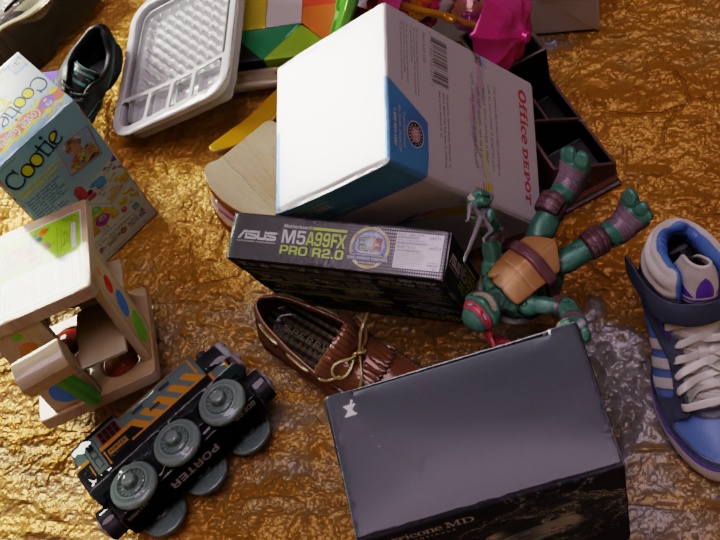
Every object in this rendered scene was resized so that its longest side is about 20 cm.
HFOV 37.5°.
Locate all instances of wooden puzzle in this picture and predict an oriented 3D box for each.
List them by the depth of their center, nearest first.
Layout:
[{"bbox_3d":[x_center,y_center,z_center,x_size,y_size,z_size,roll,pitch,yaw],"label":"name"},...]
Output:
[{"bbox_3d":[-0.086,-0.294,1.223,0.183,0.037,0.202,-5,60,13],"label":"wooden puzzle"}]

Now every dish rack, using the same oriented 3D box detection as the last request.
[{"bbox_3d":[-0.196,-0.244,1.201,0.170,0.043,0.202,-18,56,30],"label":"dish rack"}]

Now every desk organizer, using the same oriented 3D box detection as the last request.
[{"bbox_3d":[0.175,-0.161,1.053,0.071,0.077,0.201,-28,58,-1],"label":"desk organizer"}]

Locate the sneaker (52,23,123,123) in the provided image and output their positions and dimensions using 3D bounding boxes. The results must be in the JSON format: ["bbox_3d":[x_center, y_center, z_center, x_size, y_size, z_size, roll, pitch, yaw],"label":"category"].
[{"bbox_3d":[-0.328,-0.188,1.189,0.075,0.079,0.202,22,75,-9],"label":"sneaker"}]

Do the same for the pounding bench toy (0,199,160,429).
[{"bbox_3d":[-0.268,0.072,0.982,0.123,0.157,0.201,-23,43,3],"label":"pounding bench toy"}]

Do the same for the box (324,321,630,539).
[{"bbox_3d":[0.097,0.156,0.825,0.195,0.200,0.118,-17,58,6],"label":"box"}]

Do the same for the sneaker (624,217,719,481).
[{"bbox_3d":[0.273,0.056,0.863,0.080,0.147,0.202,-12,59,9],"label":"sneaker"}]

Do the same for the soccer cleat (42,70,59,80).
[{"bbox_3d":[-0.424,-0.201,1.243,0.198,0.073,0.069,-13,58,7],"label":"soccer cleat"}]

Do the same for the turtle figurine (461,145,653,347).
[{"bbox_3d":[0.142,-0.007,0.883,0.200,0.101,0.150,-42,85,-18],"label":"turtle figurine"}]

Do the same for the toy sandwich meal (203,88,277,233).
[{"bbox_3d":[-0.071,-0.117,1.100,0.203,0.070,0.207,-7,60,12],"label":"toy sandwich meal"}]

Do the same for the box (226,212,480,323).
[{"bbox_3d":[0.000,0.000,0.961,0.198,0.160,0.045,6,76,19],"label":"box"}]

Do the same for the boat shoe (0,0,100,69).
[{"bbox_3d":[-0.404,-0.300,1.302,0.200,0.073,0.065,-43,48,-14],"label":"boat shoe"}]

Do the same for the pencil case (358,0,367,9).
[{"bbox_3d":[0.013,-0.254,1.124,0.086,0.088,0.201,0,49,15],"label":"pencil case"}]

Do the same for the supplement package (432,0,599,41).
[{"bbox_3d":[0.157,-0.374,1.136,0.189,0.147,0.202,-2,62,15],"label":"supplement package"}]

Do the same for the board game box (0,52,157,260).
[{"bbox_3d":[-0.312,-0.103,1.083,0.105,0.200,0.103,-44,60,-12],"label":"board game box"}]

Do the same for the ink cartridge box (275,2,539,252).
[{"bbox_3d":[0.044,-0.112,0.954,0.145,0.199,0.148,-20,62,43],"label":"ink cartridge box"}]

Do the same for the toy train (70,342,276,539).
[{"bbox_3d":[-0.172,0.152,0.976,0.200,0.085,0.114,-43,50,-10],"label":"toy train"}]

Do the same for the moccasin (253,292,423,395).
[{"bbox_3d":[-0.015,0.075,0.973,0.201,0.078,0.074,33,74,28],"label":"moccasin"}]

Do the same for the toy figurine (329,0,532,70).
[{"bbox_3d":[0.072,-0.248,1.011,0.182,0.151,0.200,15,22,-8],"label":"toy figurine"}]
